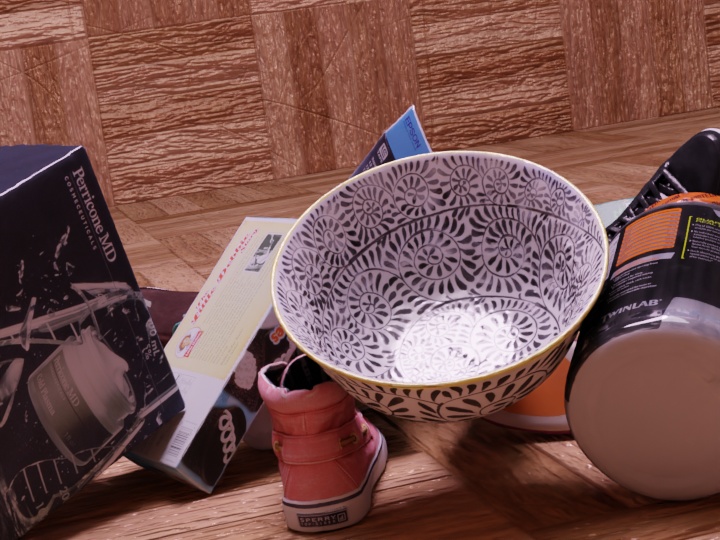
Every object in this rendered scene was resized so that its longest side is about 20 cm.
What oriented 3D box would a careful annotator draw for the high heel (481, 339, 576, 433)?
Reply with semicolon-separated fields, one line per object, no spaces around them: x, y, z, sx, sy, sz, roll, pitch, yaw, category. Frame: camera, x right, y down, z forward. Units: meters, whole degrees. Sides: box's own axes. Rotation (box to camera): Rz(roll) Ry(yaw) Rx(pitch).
0.176;0.077;1.102;0.198;0.068;0.096;-17;-14;5;high heel

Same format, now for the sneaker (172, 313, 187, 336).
-0.094;0.070;1.292;0.120;0.084;0.200;5;14;19;sneaker

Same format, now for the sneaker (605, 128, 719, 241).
0.224;-0.027;1.262;0.111;0.201;0.073;4;33;-43;sneaker

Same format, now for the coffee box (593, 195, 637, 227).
0.303;-0.026;1.369;0.198;0.044;0.123;-12;-37;17;coffee box

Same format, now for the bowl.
0.053;0.027;0.944;0.199;0.095;0.202;-8;42;7;bowl

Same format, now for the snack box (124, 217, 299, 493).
-0.092;0.054;1.109;0.037;0.201;0.116;39;-17;-28;snack box

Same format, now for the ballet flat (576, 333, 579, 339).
0.140;0.061;1.212;0.072;0.068;0.200;10;3;-19;ballet flat

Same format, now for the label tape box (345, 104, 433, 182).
0.046;-0.029;1.318;0.066;0.144;0.200;-12;-22;-33;label tape box

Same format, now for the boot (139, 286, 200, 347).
-0.165;0.053;1.463;0.198;0.073;0.166;-7;6;-21;boot

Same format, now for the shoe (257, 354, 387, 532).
-0.023;0.095;1.022;0.071;0.092;0.200;-7;9;3;shoe

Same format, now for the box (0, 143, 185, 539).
-0.246;0.051;1.004;0.123;0.201;0.196;2;30;42;box

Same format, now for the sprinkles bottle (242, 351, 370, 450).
-0.013;0.078;1.197;0.068;0.069;0.199;0;12;42;sprinkles bottle

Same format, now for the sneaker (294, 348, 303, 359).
0.000;0.000;1.145;0.080;0.116;0.200;7;22;-1;sneaker

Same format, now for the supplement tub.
0.196;0.037;0.953;0.122;0.123;0.200;-5;26;20;supplement tub
